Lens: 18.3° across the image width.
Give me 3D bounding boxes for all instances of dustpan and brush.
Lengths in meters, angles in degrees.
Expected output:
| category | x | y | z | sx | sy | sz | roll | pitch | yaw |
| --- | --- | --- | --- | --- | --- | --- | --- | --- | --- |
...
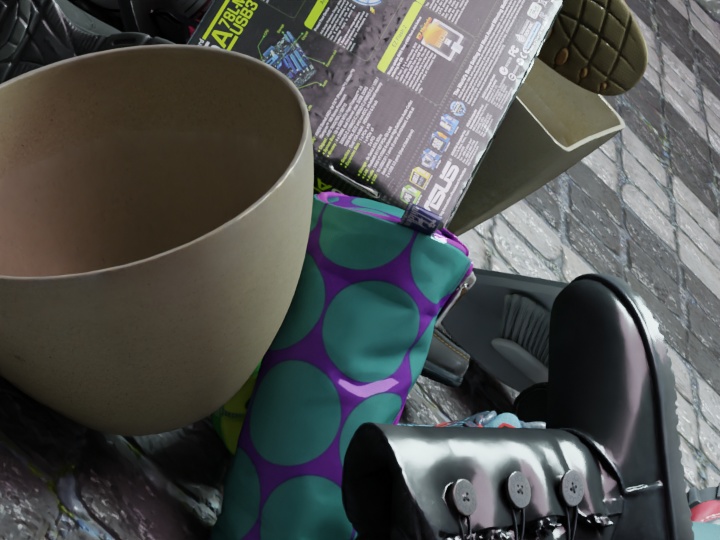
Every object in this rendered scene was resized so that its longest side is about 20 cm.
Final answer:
| category | x | y | z | sx | sy | sz | roll | pitch | yaw |
| --- | --- | --- | --- | --- | --- | --- | --- | --- | --- |
| dustpan and brush | 0.133 | 0.072 | 1.565 | 0.139 | 0.058 | 0.200 | 9 | -23 | 38 |

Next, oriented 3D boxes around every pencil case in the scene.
| category | x | y | z | sx | sy | sz | roll | pitch | yaw |
| --- | --- | --- | --- | --- | --- | --- | --- | --- | --- |
| pencil case | -0.008 | 0.064 | 1.120 | 0.092 | 0.201 | 0.085 | 18 | -2 | -1 |

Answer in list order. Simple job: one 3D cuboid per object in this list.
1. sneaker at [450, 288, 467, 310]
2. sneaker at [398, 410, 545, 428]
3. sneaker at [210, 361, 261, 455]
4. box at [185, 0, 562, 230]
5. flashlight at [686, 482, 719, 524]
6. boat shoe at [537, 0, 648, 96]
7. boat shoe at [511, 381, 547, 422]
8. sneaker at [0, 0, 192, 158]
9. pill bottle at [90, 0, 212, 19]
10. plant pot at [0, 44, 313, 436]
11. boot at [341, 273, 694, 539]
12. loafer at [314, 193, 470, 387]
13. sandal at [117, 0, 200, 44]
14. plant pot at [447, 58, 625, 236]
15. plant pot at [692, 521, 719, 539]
| category | x | y | z | sx | sy | sz | roll | pitch | yaw |
| --- | --- | --- | --- | --- | --- | --- | --- | --- | --- |
| sneaker | -0.001 | -0.046 | 1.444 | 0.200 | 0.075 | 0.071 | 55 | 22 | -29 |
| sneaker | 0.053 | 0.107 | 1.292 | 0.200 | 0.095 | 0.080 | 5 | 60 | -62 |
| sneaker | -0.044 | 0.050 | 1.237 | 0.083 | 0.074 | 0.200 | 26 | 22 | 11 |
| box | 0.003 | -0.135 | 1.380 | 0.192 | 0.048 | 0.201 | 29 | 62 | -1 |
| flashlight | 0.251 | 0.219 | 1.561 | 0.068 | 0.068 | 0.200 | 47 | 18 | -11 |
| boat shoe | 0.123 | -0.205 | 1.547 | 0.200 | 0.072 | 0.068 | 42 | 22 | -7 |
| boat shoe | 0.137 | 0.141 | 1.458 | 0.068 | 0.072 | 0.201 | 38 | 24 | -37 |
| sneaker | -0.163 | -0.112 | 1.202 | 0.199 | 0.076 | 0.091 | 33 | -6 | 7 |
| pill bottle | -0.126 | -0.214 | 1.508 | 0.199 | 0.113 | 0.113 | 27 | 28 | -46 |
| plant pot | -0.110 | -0.001 | 1.080 | 0.201 | 0.199 | 0.135 | -100 | 178 | -56 |
| boot | 0.070 | 0.083 | 1.108 | 0.199 | 0.066 | 0.166 | -3 | 72 | -38 |
| loafer | 0.000 | 0.000 | 1.392 | 0.200 | 0.073 | 0.073 | 38 | -8 | -24 |
| sandal | -0.091 | -0.111 | 1.421 | 0.201 | 0.045 | 0.075 | 63 | 26 | 0 |
| plant pot | 0.037 | -0.108 | 1.554 | 0.200 | 0.177 | 0.200 | 49 | 20 | 6 |
| plant pot | 0.117 | 0.217 | 1.196 | 0.199 | 0.141 | 0.142 | 17 | 35 | -40 |
